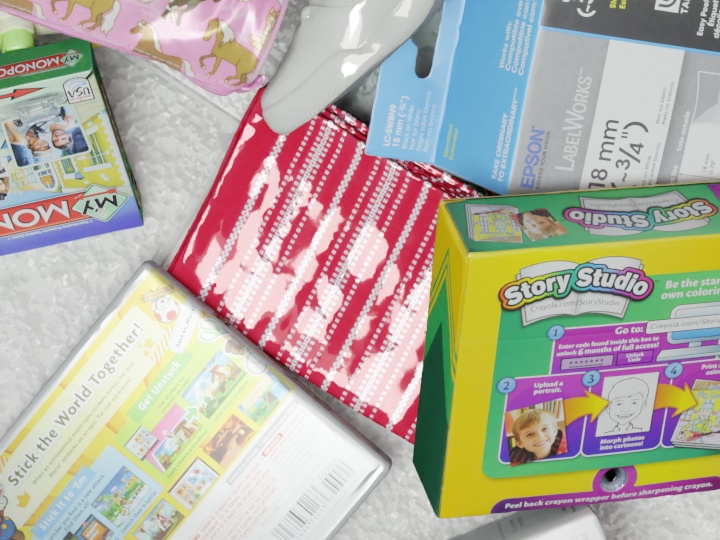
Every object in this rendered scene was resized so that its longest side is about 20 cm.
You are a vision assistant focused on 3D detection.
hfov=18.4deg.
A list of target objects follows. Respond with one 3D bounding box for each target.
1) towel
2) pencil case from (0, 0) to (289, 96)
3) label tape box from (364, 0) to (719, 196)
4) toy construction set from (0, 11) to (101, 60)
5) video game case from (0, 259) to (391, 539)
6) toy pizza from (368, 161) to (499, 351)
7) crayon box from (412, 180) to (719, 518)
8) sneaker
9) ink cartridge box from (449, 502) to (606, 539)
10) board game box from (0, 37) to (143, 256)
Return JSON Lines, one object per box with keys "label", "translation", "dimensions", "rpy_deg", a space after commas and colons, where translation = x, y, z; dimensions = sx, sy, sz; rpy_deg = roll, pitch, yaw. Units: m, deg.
{"label": "towel", "translation": [0.000, 0.000, 1.249], "dimensions": [0.200, 0.022, 0.145], "rpy_deg": [31, 103, 6]}
{"label": "pencil case", "translation": [-0.132, -0.156, 1.146], "dimensions": [0.199, 0.083, 0.087], "rpy_deg": [17, 125, -20]}
{"label": "label tape box", "translation": [0.115, -0.109, 1.198], "dimensions": [0.199, 0.063, 0.145], "rpy_deg": [7, 105, -13]}
{"label": "toy construction set", "translation": [-0.243, -0.142, 1.204], "dimensions": [0.199, 0.131, 0.092], "rpy_deg": [20, 57, -22]}
{"label": "video game case", "translation": [-0.113, 0.127, 1.268], "dimensions": [0.182, 0.023, 0.200], "rpy_deg": [40, 98, -2]}
{"label": "toy pizza", "translation": [0.087, -0.022, 1.267], "dimensions": [0.199, 0.032, 0.201], "rpy_deg": [0, 93, 0]}
{"label": "crayon box", "translation": [0.136, 0.041, 1.200], "dimensions": [0.199, 0.058, 0.173], "rpy_deg": [-4, 123, -14]}
{"label": "sneaker", "translation": [0.004, -0.161, 1.153], "dimensions": [0.088, 0.075, 0.200], "rpy_deg": [43, 108, -2]}
{"label": "ink cartridge box", "translation": [0.062, 0.231, 1.254], "dimensions": [0.199, 0.086, 0.147], "rpy_deg": [-22, 93, -1]}
{"label": "board game box", "translation": [-0.229, -0.054, 1.219], "dimensions": [0.199, 0.135, 0.029], "rpy_deg": [-12, 52, 0]}
